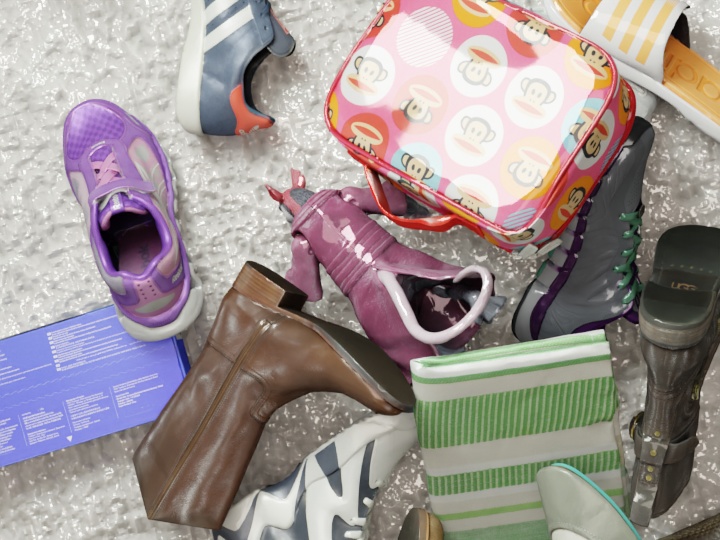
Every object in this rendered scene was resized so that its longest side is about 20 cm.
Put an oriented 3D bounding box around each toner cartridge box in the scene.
[{"bbox_3d":[-0.230,0.088,1.528,0.198,0.043,0.096,-16,87,3],"label":"toner cartridge box"}]

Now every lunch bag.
[{"bbox_3d":[0.077,-0.105,1.403,0.199,0.082,0.177,33,90,25],"label":"lunch bag"}]

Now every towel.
[{"bbox_3d":[0.119,0.129,1.449,0.151,0.024,0.201,-9,132,4],"label":"towel"}]

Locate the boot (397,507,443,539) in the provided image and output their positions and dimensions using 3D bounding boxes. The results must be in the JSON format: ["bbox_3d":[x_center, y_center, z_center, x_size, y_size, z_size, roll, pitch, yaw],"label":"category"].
[{"bbox_3d":[0.060,0.275,1.493,0.075,0.074,0.202,-2,99,-8],"label":"boot"}]

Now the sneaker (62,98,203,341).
[{"bbox_3d":[-0.177,-0.050,1.486,0.080,0.089,0.201,-23,66,2],"label":"sneaker"}]

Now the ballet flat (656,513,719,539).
[{"bbox_3d":[0.275,0.207,1.491,0.199,0.046,0.068,-31,95,8],"label":"ballet flat"}]

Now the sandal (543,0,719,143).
[{"bbox_3d":[0.233,-0.170,1.478,0.206,0.079,0.059,34,133,-2],"label":"sandal"}]

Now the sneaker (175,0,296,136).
[{"bbox_3d":[-0.088,-0.201,1.512,0.084,0.075,0.202,5,99,6],"label":"sneaker"}]

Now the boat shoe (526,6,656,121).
[{"bbox_3d":[0.133,-0.161,1.498,0.199,0.072,0.069,33,70,11],"label":"boat shoe"}]

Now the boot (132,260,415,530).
[{"bbox_3d":[-0.070,0.122,1.439,0.186,0.064,0.201,37,101,35],"label":"boot"}]

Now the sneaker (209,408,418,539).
[{"bbox_3d":[-0.003,0.191,1.491,0.198,0.079,0.130,-34,88,3],"label":"sneaker"}]

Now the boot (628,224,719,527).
[{"bbox_3d":[0.235,0.073,1.465,0.069,0.200,0.176,14,121,22],"label":"boot"}]

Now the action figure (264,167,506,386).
[{"bbox_3d":[0.000,0.000,1.459,0.200,0.149,0.134,41,92,10],"label":"action figure"}]

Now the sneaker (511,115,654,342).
[{"bbox_3d":[0.188,-0.015,1.457,0.087,0.074,0.201,32,122,15],"label":"sneaker"}]

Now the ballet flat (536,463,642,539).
[{"bbox_3d":[0.185,0.228,1.432,0.200,0.067,0.064,50,57,-14],"label":"ballet flat"}]
